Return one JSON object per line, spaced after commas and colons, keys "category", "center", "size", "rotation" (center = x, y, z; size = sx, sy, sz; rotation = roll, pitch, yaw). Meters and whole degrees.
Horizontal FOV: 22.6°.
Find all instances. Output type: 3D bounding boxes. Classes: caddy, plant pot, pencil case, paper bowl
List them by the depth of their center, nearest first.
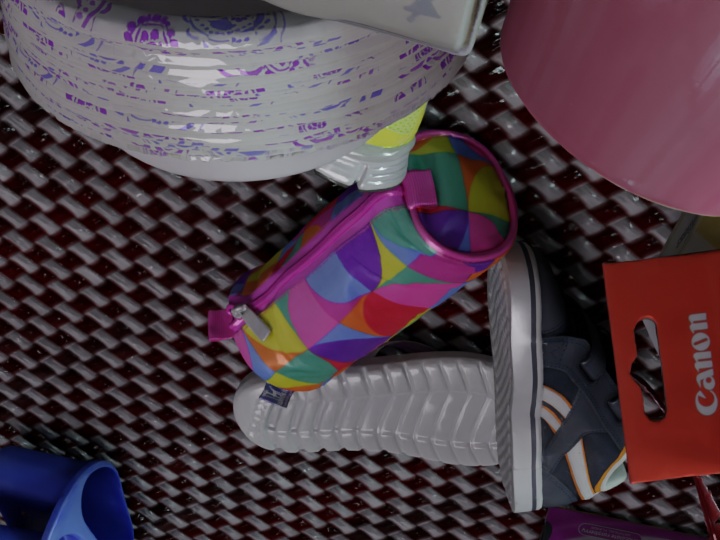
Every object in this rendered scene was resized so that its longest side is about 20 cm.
{"category": "plant pot", "center": [0.146, -0.125, 0.650], "size": [0.200, 0.200, 0.179], "rotation": [25, 128, -8]}
{"category": "paper bowl", "center": [-0.051, -0.115, 0.762], "size": [0.201, 0.201, 0.104], "rotation": [10, 132, 12]}
{"category": "pencil case", "center": [0.000, 0.000, 0.990], "size": [0.088, 0.088, 0.200], "rotation": [33, 138, -18]}
{"category": "caddy", "center": [-0.220, 0.218, 1.312], "size": [0.105, 0.141, 0.200], "rotation": [13, 143, 13]}

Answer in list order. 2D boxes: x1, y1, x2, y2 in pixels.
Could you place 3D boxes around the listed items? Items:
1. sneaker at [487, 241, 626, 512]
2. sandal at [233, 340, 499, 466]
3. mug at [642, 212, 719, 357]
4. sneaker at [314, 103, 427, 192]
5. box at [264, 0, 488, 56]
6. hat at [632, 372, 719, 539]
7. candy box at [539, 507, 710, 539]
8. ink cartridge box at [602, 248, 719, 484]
{"category": "sneaker", "center": [0.115, 0.056, 1.015], "size": [0.079, 0.078, 0.200], "rotation": [-9, 137, -1]}
{"category": "sandal", "center": [0.024, 0.073, 1.102], "size": [0.203, 0.050, 0.082], "rotation": [3, 126, 2]}
{"category": "mug", "center": [0.231, 0.003, 0.883], "size": [0.153, 0.187, 0.149], "rotation": [28, 176, 3]}
{"category": "sneaker", "center": [-0.050, -0.123, 0.879], "size": [0.200, 0.078, 0.090], "rotation": [27, 119, -4]}
{"category": "box", "center": [0.010, -0.196, 0.645], "size": [0.128, 0.200, 0.109], "rotation": [16, 143, 3]}
{"category": "hat", "center": [0.241, 0.165, 1.127], "size": [0.176, 0.166, 0.200], "rotation": [46, 137, 28]}
{"category": "candy box", "center": [0.185, 0.249, 1.242], "size": [0.136, 0.061, 0.200], "rotation": [11, 143, 11]}
{"category": "ink cartridge box", "center": [0.211, 0.032, 0.790], "size": [0.200, 0.109, 0.050], "rotation": [-8, 175, 9]}
